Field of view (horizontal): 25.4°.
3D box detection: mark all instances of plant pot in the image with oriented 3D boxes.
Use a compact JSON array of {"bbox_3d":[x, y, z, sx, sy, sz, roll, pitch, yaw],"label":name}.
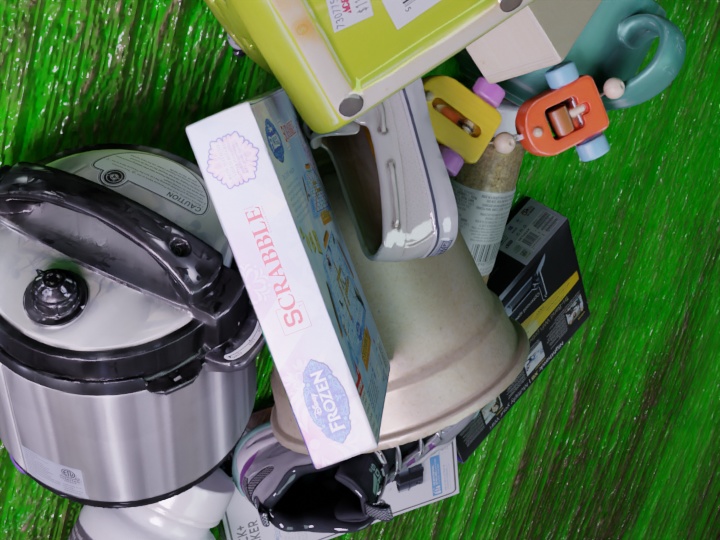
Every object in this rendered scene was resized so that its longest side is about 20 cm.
[{"bbox_3d":[-0.010,-0.213,0.901,0.198,0.182,0.201,-32,136,0],"label":"plant pot"},{"bbox_3d":[0.000,0.000,1.134,0.200,0.199,0.185,-33,112,-33],"label":"plant pot"}]

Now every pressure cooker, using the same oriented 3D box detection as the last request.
[{"bbox_3d":[-0.145,0.025,0.956,0.174,0.180,0.201,-10,142,-10],"label":"pressure cooker"}]

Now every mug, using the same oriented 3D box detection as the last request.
[{"bbox_3d":[0.141,-0.176,1.192,0.151,0.185,0.115,28,99,-13],"label":"mug"}]

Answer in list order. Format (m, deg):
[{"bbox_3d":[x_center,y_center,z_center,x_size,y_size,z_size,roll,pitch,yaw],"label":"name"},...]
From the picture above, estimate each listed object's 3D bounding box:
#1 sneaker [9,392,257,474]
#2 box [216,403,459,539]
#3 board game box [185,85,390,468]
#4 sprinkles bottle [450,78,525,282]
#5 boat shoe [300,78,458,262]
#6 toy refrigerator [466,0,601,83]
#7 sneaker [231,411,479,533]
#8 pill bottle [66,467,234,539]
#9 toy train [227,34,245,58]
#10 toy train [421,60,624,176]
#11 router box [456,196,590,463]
[{"bbox_3d":[-0.163,0.092,1.121,0.198,0.081,0.084,-10,141,-40],"label":"sneaker"},{"bbox_3d":[-0.024,0.154,1.270,0.198,0.060,0.118,-17,134,-12],"label":"box"},{"bbox_3d":[-0.036,-0.006,0.950,0.041,0.202,0.200,-19,-173,6],"label":"board game box"},{"bbox_3d":[0.091,-0.055,1.319,0.068,0.068,0.202,-14,127,-46],"label":"sprinkles bottle"},{"bbox_3d":[-0.002,-0.100,1.021,0.069,0.202,0.071,-13,172,-31],"label":"boat shoe"},{"bbox_3d":[0.127,-0.217,1.049,0.076,0.070,0.201,52,51,-24],"label":"toy refrigerator"},{"bbox_3d":[0.012,0.139,1.146,0.198,0.140,0.079,-23,110,-8],"label":"sneaker"},{"bbox_3d":[-0.169,0.229,1.166,0.110,0.110,0.202,14,104,-55],"label":"pill bottle"},{"bbox_3d":[-0.027,-0.150,1.120,0.057,0.042,0.199,-52,147,10],"label":"toy train"},{"bbox_3d":[0.086,-0.150,1.109,0.149,0.056,0.201,-32,103,-12],"label":"toy train"},{"bbox_3d":[0.123,0.056,1.462,0.200,0.052,0.158,-47,145,-18],"label":"router box"}]
